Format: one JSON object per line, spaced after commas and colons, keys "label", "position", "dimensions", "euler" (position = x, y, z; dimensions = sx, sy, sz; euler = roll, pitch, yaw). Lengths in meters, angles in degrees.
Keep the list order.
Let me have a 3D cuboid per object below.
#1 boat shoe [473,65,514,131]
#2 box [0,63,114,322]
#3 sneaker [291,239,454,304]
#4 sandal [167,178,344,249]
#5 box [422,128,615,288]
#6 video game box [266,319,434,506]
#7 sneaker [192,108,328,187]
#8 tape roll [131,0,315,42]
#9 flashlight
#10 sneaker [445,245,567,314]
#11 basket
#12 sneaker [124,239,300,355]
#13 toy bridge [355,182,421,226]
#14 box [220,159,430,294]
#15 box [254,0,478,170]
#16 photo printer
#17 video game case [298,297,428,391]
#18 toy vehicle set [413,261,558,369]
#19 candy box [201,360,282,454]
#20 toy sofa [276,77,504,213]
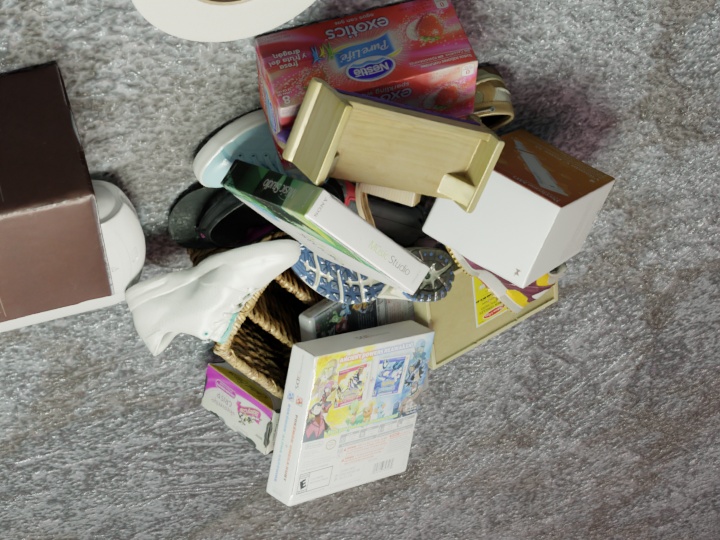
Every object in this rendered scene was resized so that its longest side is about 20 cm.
{"label": "boat shoe", "position": [0.067, -0.139, 1.715], "dimensions": [0.200, 0.076, 0.072], "euler": [-29, 147, 14]}
{"label": "box", "position": [-0.349, -0.060, 1.520], "dimensions": [0.200, 0.166, 0.164], "euler": [-13, 146, -10]}
{"label": "sneaker", "position": [0.000, 0.000, 1.784], "dimensions": [0.200, 0.077, 0.085], "euler": [11, 179, -32]}
{"label": "sandal", "position": [-0.116, -0.059, 1.709], "dimensions": [0.200, 0.048, 0.075], "euler": [-11, 120, 20]}
{"label": "box", "position": [0.170, -0.070, 1.734], "dimensions": [0.200, 0.124, 0.098], "euler": [-26, 143, -63]}
{"label": "video game box", "position": [-0.010, 0.158, 1.851], "dimensions": [0.200, 0.047, 0.183], "euler": [-9, 119, -47]}
{"label": "sneaker", "position": [-0.072, -0.120, 1.663], "dimensions": [0.200, 0.082, 0.074], "euler": [-23, 146, 4]}
{"label": "tape roll", "position": [-0.113, -0.284, 1.442], "dimensions": [0.202, 0.037, 0.203], "euler": [-14, 147, -9]}
{"label": "flashlight", "position": [0.006, -0.064, 1.811], "dimensions": [0.068, 0.068, 0.200], "euler": [-31, 152, 32]}
{"label": "sneaker", "position": [0.157, -0.030, 1.842], "dimensions": [0.090, 0.075, 0.200], "euler": [-38, 141, 12]}
{"label": "basket", "position": [-0.077, 0.036, 1.828], "dimensions": [0.143, 0.149, 0.200], "euler": [-28, 146, 13]}
{"label": "sneaker", "position": [-0.144, 0.029, 1.709], "dimensions": [0.200, 0.089, 0.075], "euler": [-21, 173, 19]}
{"label": "toy bridge", "position": [0.030, -0.085, 1.700], "dimensions": [0.027, 0.067, 0.200], "euler": [-39, 143, -64]}
{"label": "box", "position": [-0.037, -0.044, 1.585], "dimensions": [0.144, 0.200, 0.036], "euler": [36, 82, -29]}
{"label": "box", "position": [0.005, -0.183, 1.600], "dimensions": [0.200, 0.095, 0.103], "euler": [-14, 148, -10]}
{"label": "photo printer", "position": [-0.322, -0.014, 1.691], "dimensions": [0.200, 0.070, 0.167], "euler": [-14, 148, -10]}
{"label": "video game case", "position": [0.007, 0.094, 1.890], "dimensions": [0.182, 0.023, 0.200], "euler": [-32, 132, -35]}
{"label": "toy vehicle set", "position": [0.151, 0.023, 1.949], "dimensions": [0.200, 0.027, 0.124], "euler": [-27, 130, -26]}
{"label": "candy box", "position": [-0.071, 0.151, 1.973], "dimensions": [0.200, 0.136, 0.061], "euler": [-8, 117, -41]}
{"label": "toy sofa", "position": [0.027, -0.123, 1.551], "dimensions": [0.200, 0.098, 0.083], "euler": [9, 114, -35]}
